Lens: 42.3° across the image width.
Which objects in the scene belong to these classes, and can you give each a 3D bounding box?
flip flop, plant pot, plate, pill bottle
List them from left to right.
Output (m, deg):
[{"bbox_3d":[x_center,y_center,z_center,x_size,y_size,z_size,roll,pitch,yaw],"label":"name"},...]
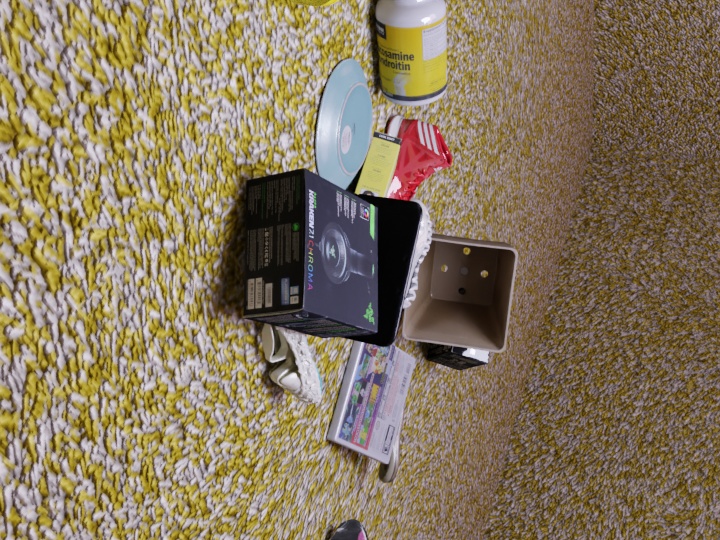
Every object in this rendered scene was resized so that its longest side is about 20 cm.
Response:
[{"bbox_3d":[-0.016,-0.213,1.395,0.200,0.025,0.204,11,90,-71],"label":"plate"},{"bbox_3d":[0.044,0.295,1.750,0.081,0.057,0.203,135,-38,-71],"label":"flip flop"},{"bbox_3d":[0.080,-0.370,1.453,0.112,0.110,0.202,-57,149,-46],"label":"pill bottle"},{"bbox_3d":[0.198,0.023,1.807,0.177,0.196,0.203,-54,150,-72],"label":"plant pot"}]

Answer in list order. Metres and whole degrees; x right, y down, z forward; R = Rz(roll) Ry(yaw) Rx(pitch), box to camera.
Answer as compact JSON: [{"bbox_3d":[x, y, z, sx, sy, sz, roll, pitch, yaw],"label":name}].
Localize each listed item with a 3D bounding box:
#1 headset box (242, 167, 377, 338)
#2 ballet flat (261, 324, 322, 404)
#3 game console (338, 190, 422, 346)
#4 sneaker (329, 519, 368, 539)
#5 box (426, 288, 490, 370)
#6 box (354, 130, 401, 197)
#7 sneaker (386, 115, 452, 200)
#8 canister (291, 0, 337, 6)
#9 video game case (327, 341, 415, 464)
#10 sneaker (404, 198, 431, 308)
[{"bbox_3d":[-0.056,-0.013,1.186,0.199,0.091,0.177,23,63,-58],"label":"headset box"},{"bbox_3d":[-0.104,0.116,1.280,0.072,0.071,0.202,-56,145,-47],"label":"ballet flat"},{"bbox_3d":[0.000,0.000,1.327,0.176,0.115,0.203,150,-47,-80],"label":"game console"},{"bbox_3d":[-0.023,0.526,1.695,0.087,0.079,0.203,-67,167,-61],"label":"sneaker"},{"bbox_3d":[0.224,0.118,2.001,0.200,0.085,0.166,136,-30,-74],"label":"box"},{"bbox_3d":[0.014,-0.112,1.467,0.075,0.049,0.203,100,7,-71],"label":"box"},{"bbox_3d":[0.091,-0.156,1.582,0.078,0.114,0.204,-15,114,-68],"label":"sneaker"},{"bbox_3d":[-0.025,-0.424,1.183,0.200,0.085,0.151,-44,140,-60],"label":"canister"},{"bbox_3d":[0.023,0.224,1.650,0.182,0.023,0.203,35,66,-50],"label":"video game case"},{"bbox_3d":[0.076,-0.032,1.677,0.081,0.074,0.204,11,89,-61],"label":"sneaker"}]
